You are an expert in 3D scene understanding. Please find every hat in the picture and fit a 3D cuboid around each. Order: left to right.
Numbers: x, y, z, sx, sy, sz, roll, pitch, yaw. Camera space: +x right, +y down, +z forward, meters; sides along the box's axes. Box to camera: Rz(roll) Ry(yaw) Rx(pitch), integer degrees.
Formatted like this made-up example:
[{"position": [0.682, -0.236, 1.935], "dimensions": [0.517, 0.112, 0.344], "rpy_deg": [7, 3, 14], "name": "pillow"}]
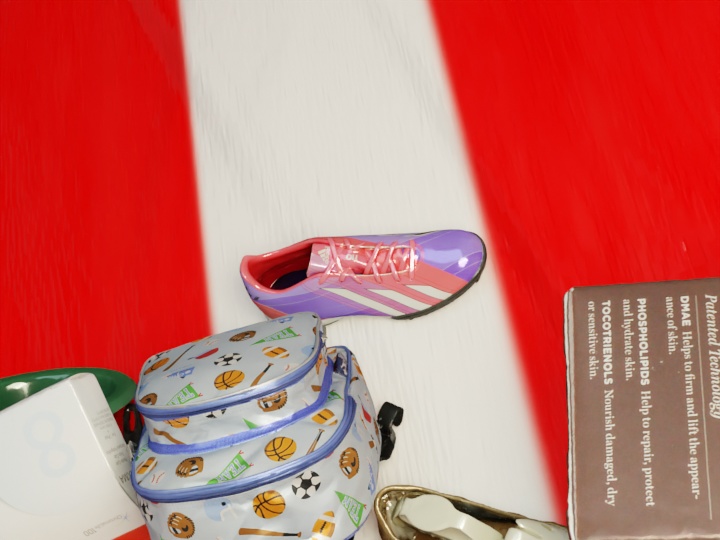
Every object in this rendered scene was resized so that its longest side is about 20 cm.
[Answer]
[{"position": [-0.270, 0.191, 1.137], "dimensions": [0.198, 0.178, 0.166], "rpy_deg": [-6, 14, 5], "name": "hat"}]

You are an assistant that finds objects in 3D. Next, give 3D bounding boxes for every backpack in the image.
[{"position": [-0.073, 0.126, 0.950], "dimensions": [0.199, 0.155, 0.191], "rpy_deg": [-20, 25, 5], "name": "backpack"}]

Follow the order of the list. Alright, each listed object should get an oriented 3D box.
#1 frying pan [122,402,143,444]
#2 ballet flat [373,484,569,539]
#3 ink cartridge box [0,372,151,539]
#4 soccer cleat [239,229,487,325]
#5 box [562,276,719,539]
[{"position": [-0.180, 0.204, 1.078], "dimensions": [0.115, 0.031, 0.190], "rpy_deg": [-40, 48, -2], "name": "frying pan"}, {"position": [0.090, 0.184, 0.921], "dimensions": [0.199, 0.072, 0.068], "rpy_deg": [15, 68, 34], "name": "ballet flat"}, {"position": [-0.229, 0.198, 1.005], "dimensions": [0.159, 0.047, 0.201], "rpy_deg": [-26, 86, 14], "name": "ink cartridge box"}, {"position": [0.000, 0.000, 1.080], "dimensions": [0.199, 0.073, 0.069], "rpy_deg": [-11, 57, 23], "name": "soccer cleat"}, {"position": [0.228, 0.112, 0.814], "dimensions": [0.198, 0.166, 0.165], "rpy_deg": [-5, 58, 13], "name": "box"}]
